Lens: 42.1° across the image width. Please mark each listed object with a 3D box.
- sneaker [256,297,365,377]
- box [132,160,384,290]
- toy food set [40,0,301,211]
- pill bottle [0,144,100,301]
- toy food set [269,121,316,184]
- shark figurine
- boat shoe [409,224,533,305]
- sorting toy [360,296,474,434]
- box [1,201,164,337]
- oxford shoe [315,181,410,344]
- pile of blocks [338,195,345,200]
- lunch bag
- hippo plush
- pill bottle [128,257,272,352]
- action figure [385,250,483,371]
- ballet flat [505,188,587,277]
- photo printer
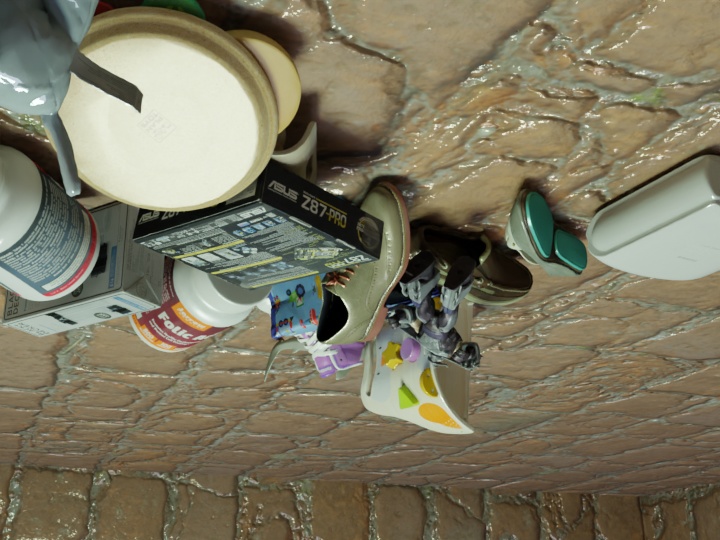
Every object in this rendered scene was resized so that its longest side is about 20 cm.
[{"bbox_3d":[-0.065,0.088,1.322,0.200,0.115,0.073,18,154,-38],"label":"sneaker"},{"bbox_3d":[-0.102,-0.037,0.924,0.199,0.049,0.161,-13,150,42],"label":"box"},{"bbox_3d":[-0.163,-0.132,0.759,0.197,0.049,0.200,23,128,-22],"label":"toy food set"},{"bbox_3d":[-0.355,-0.055,0.929,0.119,0.120,0.200,-5,159,10],"label":"pill bottle"},{"bbox_3d":[-0.142,-0.113,0.889,0.199,0.061,0.144,7,161,-1],"label":"toy food set"},{"bbox_3d":[-0.055,0.133,1.479,0.213,0.090,0.128,-4,158,2],"label":"shark figurine"},{"bbox_3d":[0.138,-0.008,1.135,0.202,0.075,0.075,12,150,-28],"label":"boat shoe"},{"bbox_3d":[0.069,0.129,1.324,0.107,0.201,0.180,21,155,-37],"label":"sorting toy"},{"bbox_3d":[-0.320,0.000,1.079,0.199,0.117,0.060,-12,156,30],"label":"box"},{"bbox_3d":[0.000,0.000,1.019,0.075,0.201,0.070,-14,-144,-42],"label":"oxford shoe"},{"bbox_3d":[-0.071,-0.048,1.034,0.199,0.062,0.082,4,159,-14],"label":"pile of blocks"},{"bbox_3d":[-0.005,0.029,1.236,0.150,0.095,0.200,-20,164,38],"label":"lunch bag"},{"bbox_3d":[-0.250,-0.183,0.625,0.160,0.160,0.200,21,163,45],"label":"hippo plush"},{"bbox_3d":[-0.196,0.024,1.147,0.114,0.115,0.200,14,155,-33],"label":"pill bottle"},{"bbox_3d":[0.089,0.059,1.118,0.130,0.069,0.200,20,146,19],"label":"action figure"},{"bbox_3d":[0.201,-0.035,1.075,0.063,0.068,0.200,-5,160,32],"label":"ballet flat"},{"bbox_3d":[0.364,-0.048,1.037,0.166,0.070,0.200,11,156,-28],"label":"photo printer"}]
